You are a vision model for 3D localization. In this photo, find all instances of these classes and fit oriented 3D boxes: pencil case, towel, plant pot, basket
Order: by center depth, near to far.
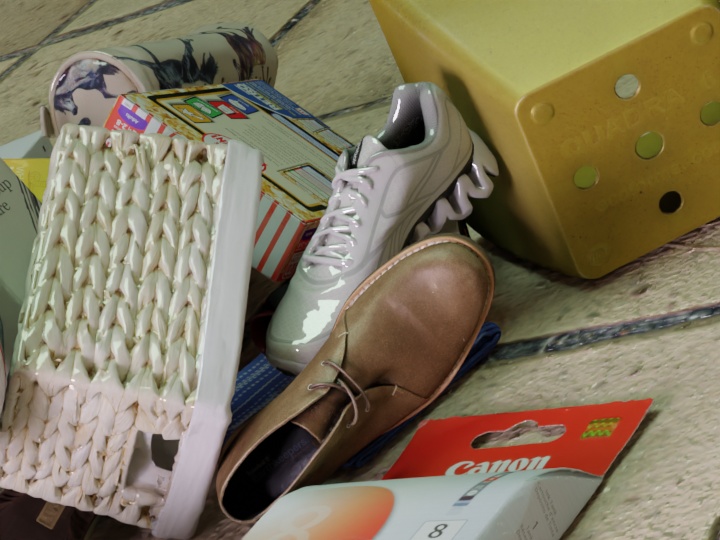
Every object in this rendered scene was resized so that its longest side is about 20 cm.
[{"bbox_3d":[-0.132,0.029,1.381,0.123,0.136,0.201,12,50,-7],"label":"basket"},{"bbox_3d":[-0.024,0.070,1.462,0.145,0.024,0.200,-38,23,-34],"label":"towel"},{"bbox_3d":[0.146,-0.110,1.487,0.199,0.201,0.177,-26,31,-2],"label":"plant pot"},{"bbox_3d":[-0.137,-0.122,1.665,0.089,0.078,0.200,-20,2,29],"label":"pencil case"}]

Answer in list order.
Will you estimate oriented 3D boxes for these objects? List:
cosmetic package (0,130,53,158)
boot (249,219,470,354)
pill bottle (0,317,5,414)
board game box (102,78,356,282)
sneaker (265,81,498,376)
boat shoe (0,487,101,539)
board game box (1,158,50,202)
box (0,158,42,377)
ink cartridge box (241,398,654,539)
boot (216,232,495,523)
[{"bbox_3d":[-0.326,0.013,1.834,0.199,0.123,0.200,-17,21,20],"label":"cosmetic package"},{"bbox_3d":[0.000,0.000,1.507,0.144,0.073,0.200,-19,17,7],"label":"boot"},{"bbox_3d":[-0.255,0.045,1.339,0.119,0.120,0.200,-27,12,-3],"label":"pill bottle"},{"bbox_3d":[-0.061,-0.063,1.576,0.046,0.151,0.200,-60,-18,18],"label":"board game box"},{"bbox_3d":[0.001,-0.025,1.392,0.075,0.081,0.200,12,54,35],"label":"sneaker"},{"bbox_3d":[-0.197,0.165,1.393,0.202,0.075,0.075,-51,-4,-38],"label":"boat shoe"},{"bbox_3d":[-0.181,-0.006,1.606,0.199,0.040,0.154,-1,51,-6],"label":"board game box"},{"bbox_3d":[-0.199,0.027,1.493,0.068,0.200,0.082,-41,2,37],"label":"box"},{"bbox_3d":[0.039,0.112,1.238,0.162,0.050,0.200,-9,29,39],"label":"ink cartridge box"},{"bbox_3d":[-0.002,0.064,1.305,0.200,0.074,0.075,-47,2,11],"label":"boot"}]
